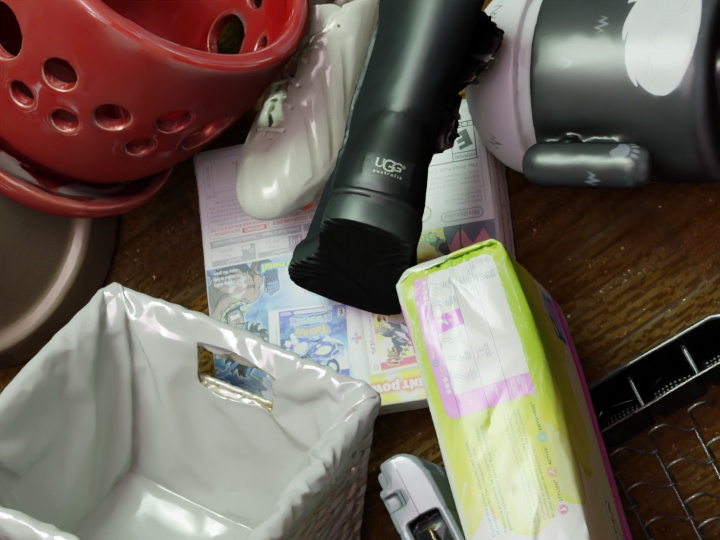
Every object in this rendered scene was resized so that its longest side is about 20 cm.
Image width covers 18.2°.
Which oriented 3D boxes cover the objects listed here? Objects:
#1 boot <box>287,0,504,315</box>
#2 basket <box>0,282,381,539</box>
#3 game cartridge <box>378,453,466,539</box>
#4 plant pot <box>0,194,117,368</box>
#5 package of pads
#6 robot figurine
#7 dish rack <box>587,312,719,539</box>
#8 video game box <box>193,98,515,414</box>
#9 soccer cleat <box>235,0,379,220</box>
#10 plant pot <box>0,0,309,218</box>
[{"bbox_3d":[0.022,-0.074,1.310,0.076,0.200,0.169,19,73,0],"label":"boot"},{"bbox_3d":[-0.117,0.148,1.321,0.198,0.161,0.200,20,44,20],"label":"basket"},{"bbox_3d":[0.079,0.202,1.302,0.041,0.133,0.200,-32,72,13],"label":"game cartridge"},{"bbox_3d":[-0.282,-0.041,1.451,0.199,0.175,0.201,-3,82,19],"label":"plant pot"},{"bbox_3d":[0.091,0.095,1.237,0.068,0.154,0.201,-20,71,12],"label":"package of pads"},{"bbox_3d":[0.160,-0.112,1.325,0.199,0.150,0.125,2,94,24],"label":"robot figurine"},{"bbox_3d":[0.202,0.144,1.303,0.153,0.055,0.200,-32,65,13],"label":"dish rack"},{"bbox_3d":[0.000,0.000,1.410,0.199,0.047,0.183,-10,75,18],"label":"video game box"},{"bbox_3d":[-0.028,-0.122,1.388,0.069,0.078,0.200,13,61,32],"label":"soccer cleat"},{"bbox_3d":[-0.156,-0.143,1.365,0.201,0.200,0.183,56,132,19],"label":"plant pot"}]
